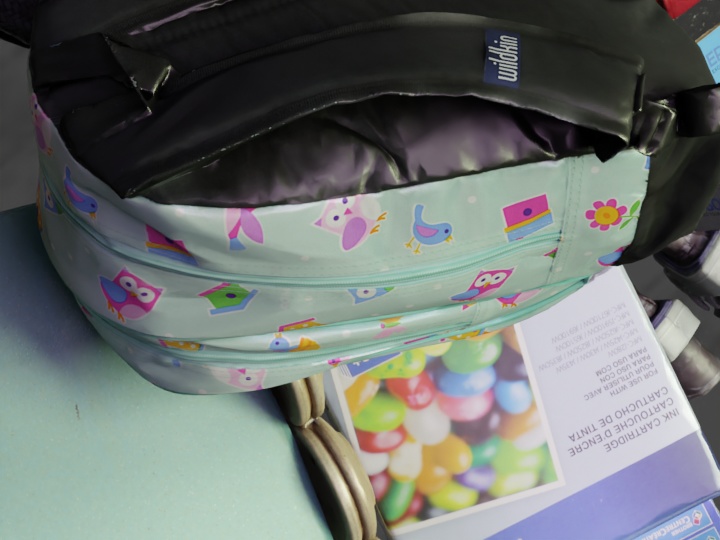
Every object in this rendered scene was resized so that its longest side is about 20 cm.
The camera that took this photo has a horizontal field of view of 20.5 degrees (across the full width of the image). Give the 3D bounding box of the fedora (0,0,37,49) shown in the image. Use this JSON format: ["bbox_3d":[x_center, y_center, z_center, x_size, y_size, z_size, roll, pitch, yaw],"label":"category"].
[{"bbox_3d":[-0.100,-0.133,0.676,0.201,0.201,0.092,31,34,-27],"label":"fedora"}]

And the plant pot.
[{"bbox_3d":[-0.106,0.079,0.711,0.141,0.141,0.200,-17,90,-29],"label":"plant pot"}]

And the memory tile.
[{"bbox_3d":[-0.016,0.088,0.751,0.017,0.153,0.200,-26,105,-15],"label":"memory tile"}]

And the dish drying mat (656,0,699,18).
[{"bbox_3d":[0.197,-0.201,0.947,0.200,0.018,0.077,-38,109,-25],"label":"dish drying mat"}]

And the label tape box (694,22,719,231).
[{"bbox_3d":[0.220,-0.050,0.937,0.144,0.063,0.200,-37,108,-26],"label":"label tape box"}]

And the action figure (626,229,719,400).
[{"bbox_3d":[0.091,-0.028,0.863,0.200,0.069,0.130,44,77,-19],"label":"action figure"}]

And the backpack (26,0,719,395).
[{"bbox_3d":[-0.004,-0.044,0.632,0.200,0.167,0.127,-15,135,-15],"label":"backpack"}]

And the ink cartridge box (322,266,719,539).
[{"bbox_3d":[0.050,0.045,0.721,0.119,0.042,0.200,-26,92,-6],"label":"ink cartridge box"}]
